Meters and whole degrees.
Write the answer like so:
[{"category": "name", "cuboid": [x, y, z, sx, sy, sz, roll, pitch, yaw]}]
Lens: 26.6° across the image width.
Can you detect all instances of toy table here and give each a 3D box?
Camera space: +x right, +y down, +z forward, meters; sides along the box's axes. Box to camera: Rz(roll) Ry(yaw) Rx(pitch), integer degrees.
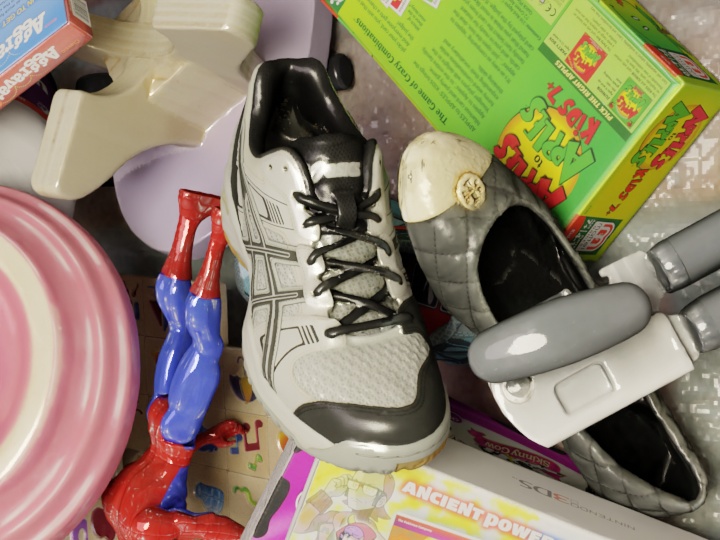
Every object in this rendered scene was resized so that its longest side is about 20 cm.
[{"category": "toy table", "cuboid": [-0.102, -0.117, 0.789, 0.182, 0.117, 0.202, -5, 73, 31]}]

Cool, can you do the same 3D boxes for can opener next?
[{"category": "can opener", "cuboid": [0.138, 0.006, 0.596, 0.199, 0.066, 0.053, -28, 85, -2]}]

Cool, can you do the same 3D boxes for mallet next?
[{"category": "mallet", "cuboid": [-0.089, -0.103, 0.865, 0.199, 0.041, 0.067, -17, 75, 34]}]

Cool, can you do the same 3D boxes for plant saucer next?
[{"category": "plant saucer", "cuboid": [-0.207, 0.051, 0.742, 0.198, 0.051, 0.203, -3, 76, 12]}]

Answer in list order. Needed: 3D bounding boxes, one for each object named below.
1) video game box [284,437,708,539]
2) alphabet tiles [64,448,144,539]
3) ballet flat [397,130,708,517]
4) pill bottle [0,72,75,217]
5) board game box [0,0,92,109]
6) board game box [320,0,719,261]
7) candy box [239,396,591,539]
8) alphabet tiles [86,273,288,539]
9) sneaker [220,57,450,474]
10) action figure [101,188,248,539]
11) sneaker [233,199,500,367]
[{"category": "video game box", "cuboid": [0.049, 0.173, 0.660, 0.198, 0.047, 0.183, 21, 111, 0]}, {"category": "alphabet tiles", "cuboid": [-0.139, 0.188, 0.910, 0.199, 0.015, 0.198, 11, 95, 40]}, {"category": "ballet flat", "cuboid": [0.086, 0.021, 0.646, 0.200, 0.066, 0.057, 52, 159, -14]}, {"category": "pill bottle", "cuboid": [-0.228, -0.076, 0.891, 0.113, 0.112, 0.200, -66, 23, 18]}, {"category": "board game box", "cuboid": [-0.218, -0.102, 0.770, 0.199, 0.019, 0.104, -32, 52, 22]}, {"category": "board game box", "cuboid": [0.069, -0.110, 0.720, 0.200, 0.047, 0.102, 52, 120, 28]}, {"category": "candy box", "cuboid": [0.004, 0.156, 0.717, 0.135, 0.061, 0.201, 25, 110, -3]}, {"category": "alphabet tiles", "cuboid": [-0.094, 0.088, 0.840, 0.199, 0.008, 0.169, 4, 98, 44]}, {"category": "sneaker", "cuboid": [-0.017, -0.009, 0.631, 0.088, 0.075, 0.201, 101, 152, -43]}, {"category": "action figure", "cuboid": [-0.068, 0.070, 0.760, 0.065, 0.098, 0.202, 29, 103, 56]}, {"category": "sneaker", "cuboid": [0.000, 0.000, 0.744, 0.199, 0.095, 0.080, 7, 94, 41]}]
